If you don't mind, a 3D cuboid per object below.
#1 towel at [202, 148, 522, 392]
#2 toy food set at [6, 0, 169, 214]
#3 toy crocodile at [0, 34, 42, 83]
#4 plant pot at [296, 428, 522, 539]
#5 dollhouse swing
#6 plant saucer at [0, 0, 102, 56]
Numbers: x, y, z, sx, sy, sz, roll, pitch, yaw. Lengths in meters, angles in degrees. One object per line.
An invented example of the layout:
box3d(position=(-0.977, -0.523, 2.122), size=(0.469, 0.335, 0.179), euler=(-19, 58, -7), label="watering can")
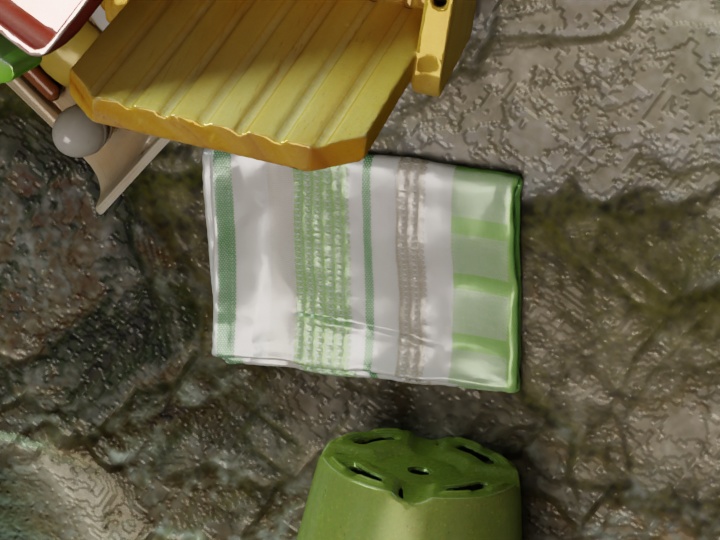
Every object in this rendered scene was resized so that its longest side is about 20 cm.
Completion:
box3d(position=(0.000, 0.000, 1.628), size=(0.199, 0.031, 0.150), euler=(7, 117, 19), label="towel")
box3d(position=(-0.185, -0.148, 1.615), size=(0.200, 0.060, 0.144), euler=(44, 122, -3), label="toy food set")
box3d(position=(-0.271, -0.177, 1.583), size=(0.200, 0.067, 0.062), euler=(38, 120, 11), label="toy crocodile")
box3d(position=(0.025, 0.204, 1.637), size=(0.199, 0.200, 0.191), euler=(11, 106, 17), label="plant pot")
box3d(position=(-0.048, -0.174, 1.462), size=(0.199, 0.176, 0.183), euler=(14, 110, 13), label="dollhouse swing")
box3d(position=(-0.165, -0.229, 1.475), size=(0.200, 0.037, 0.200), euler=(36, 87, 35), label="plant saucer")
